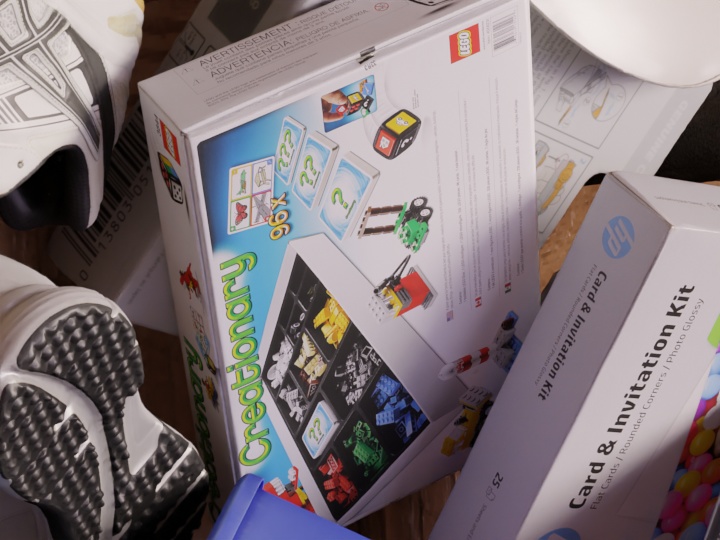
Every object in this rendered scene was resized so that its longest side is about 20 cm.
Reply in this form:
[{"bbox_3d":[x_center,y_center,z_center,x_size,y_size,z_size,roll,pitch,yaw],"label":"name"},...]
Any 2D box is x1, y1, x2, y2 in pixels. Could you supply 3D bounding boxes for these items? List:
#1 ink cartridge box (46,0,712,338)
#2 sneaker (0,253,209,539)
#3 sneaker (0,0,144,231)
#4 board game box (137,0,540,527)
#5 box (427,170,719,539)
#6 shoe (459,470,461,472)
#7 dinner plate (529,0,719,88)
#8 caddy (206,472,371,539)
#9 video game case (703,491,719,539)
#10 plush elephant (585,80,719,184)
[{"bbox_3d":[0.011,-0.038,0.916,0.199,0.057,0.163,17,112,-50],"label":"ink cartridge box"},{"bbox_3d":[-0.102,0.051,0.813,0.074,0.080,0.200,-48,154,-24],"label":"sneaker"},{"bbox_3d":[-0.123,-0.061,0.762,0.200,0.075,0.088,22,71,-61],"label":"sneaker"},{"bbox_3d":[0.000,0.000,0.877,0.126,0.035,0.201,-24,135,-20],"label":"board game box"},{"bbox_3d":[0.135,0.049,0.948,0.199,0.041,0.157,8,116,-40],"label":"box"},{"bbox_3d":[0.061,0.056,1.039,0.201,0.053,0.070,58,8,8],"label":"shoe"},{"bbox_3d":[0.083,-0.158,0.929,0.200,0.024,0.201,29,47,-36],"label":"dinner plate"},{"bbox_3d":[-0.046,0.148,0.816,0.200,0.104,0.142,-62,174,-71],"label":"caddy"},{"bbox_3d":[0.133,0.154,0.872,0.200,0.019,0.143,-60,138,-47],"label":"video game case"},{"bbox_3d":[0.091,-0.117,1.062,0.164,0.200,0.156,10,82,-17],"label":"plush elephant"}]
